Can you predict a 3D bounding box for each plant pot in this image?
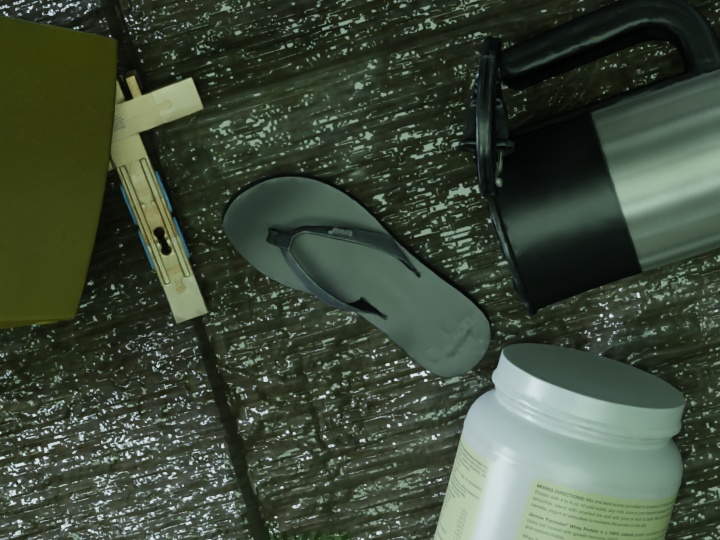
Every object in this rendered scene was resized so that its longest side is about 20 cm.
[{"bbox_3d":[-0.272,-0.048,1.247,0.200,0.200,0.176,-7,87,23],"label":"plant pot"}]

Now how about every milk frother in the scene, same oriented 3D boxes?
[{"bbox_3d":[0.162,-0.078,1.254,0.188,0.200,0.181,-19,95,8],"label":"milk frother"}]

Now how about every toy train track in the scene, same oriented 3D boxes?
[{"bbox_3d":[-0.147,-0.062,1.369,0.115,0.033,0.200,-20,105,1],"label":"toy train track"}]

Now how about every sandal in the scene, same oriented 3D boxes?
[{"bbox_3d":[0.001,0.000,1.361,0.200,0.043,0.076,30,102,-2],"label":"sandal"}]

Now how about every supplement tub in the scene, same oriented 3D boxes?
[{"bbox_3d":[0.126,0.161,1.331,0.145,0.145,0.200,15,102,2],"label":"supplement tub"}]
